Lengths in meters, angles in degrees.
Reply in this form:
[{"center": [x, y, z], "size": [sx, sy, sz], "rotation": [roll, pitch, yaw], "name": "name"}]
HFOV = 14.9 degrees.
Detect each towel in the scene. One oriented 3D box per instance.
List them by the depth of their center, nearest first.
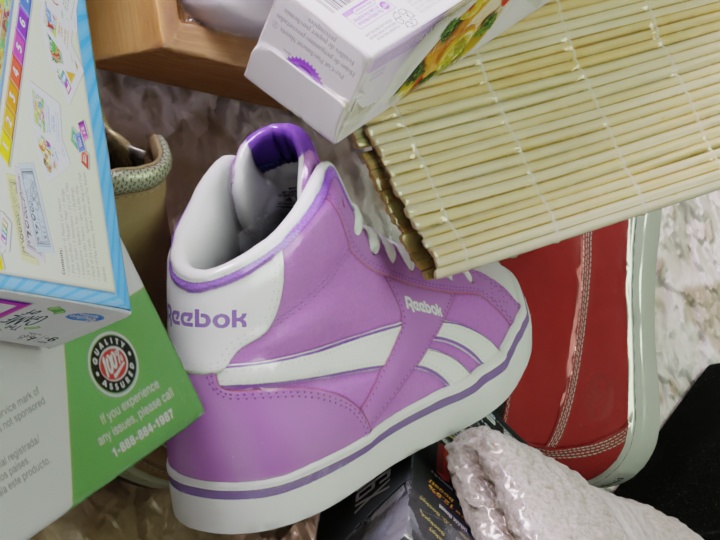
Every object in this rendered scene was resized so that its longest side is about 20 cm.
[{"center": [0.104, 0.141, 0.892], "size": [0.132, 0.034, 0.200], "rotation": [30, 26, -45], "name": "towel"}]

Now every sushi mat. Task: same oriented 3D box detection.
[{"center": [0.077, -0.062, 0.945], "size": [0.200, 0.012, 0.096], "rotation": [-17, 79, -38], "name": "sushi mat"}]

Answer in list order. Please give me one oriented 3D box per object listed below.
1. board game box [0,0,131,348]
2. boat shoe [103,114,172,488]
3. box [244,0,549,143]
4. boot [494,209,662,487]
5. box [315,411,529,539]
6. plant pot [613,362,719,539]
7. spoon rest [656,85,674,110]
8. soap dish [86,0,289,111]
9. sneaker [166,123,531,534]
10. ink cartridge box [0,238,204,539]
[{"center": [-0.133, -0.085, 0.745], "size": [0.134, 0.034, 0.200], "rotation": [12, 62, -50], "name": "board game box"}, {"center": [-0.090, -0.018, 0.879], "size": [0.200, 0.076, 0.072], "rotation": [57, 36, -19], "name": "boat shoe"}, {"center": [0.040, -0.102, 0.906], "size": [0.041, 0.039, 0.200], "rotation": [39, 43, 14], "name": "box"}, {"center": [0.053, -0.020, 1.084], "size": [0.144, 0.072, 0.201], "rotation": [15, 65, -48], "name": "boot"}, {"center": [0.071, 0.135, 0.962], "size": [0.200, 0.050, 0.158], "rotation": [44, 18, -14], "name": "box"}, {"center": [0.230, 0.141, 1.150], "size": [0.200, 0.177, 0.200], "rotation": [61, 35, -11], "name": "plant pot"}, {"center": [0.046, -0.131, 1.009], "size": [0.200, 0.061, 0.099], "rotation": [58, 33, 5], "name": "spoon rest"}, {"center": [-0.031, -0.133, 1.013], "size": [0.200, 0.081, 0.158], "rotation": [8, 67, -51], "name": "soap dish"}, {"center": [0.001, 0.000, 0.915], "size": [0.200, 0.072, 0.115], "rotation": [-34, 121, -60], "name": "sneaker"}, {"center": [-0.151, -0.011, 0.786], "size": [0.146, 0.084, 0.200], "rotation": [-33, 100, -55], "name": "ink cartridge box"}]
